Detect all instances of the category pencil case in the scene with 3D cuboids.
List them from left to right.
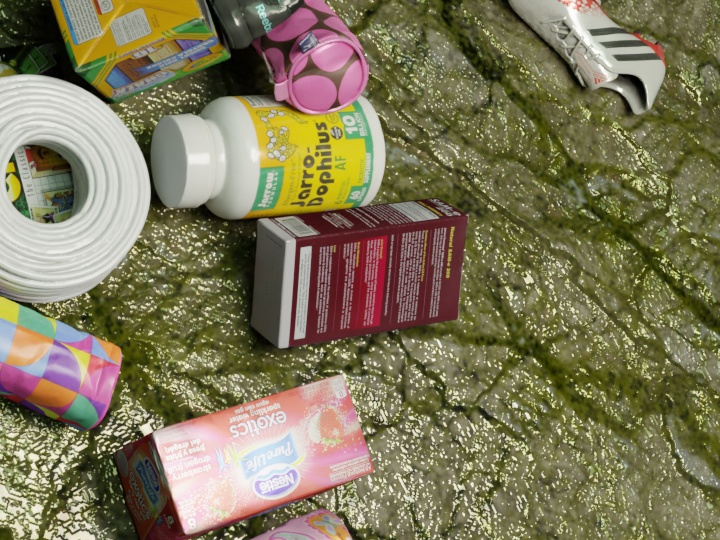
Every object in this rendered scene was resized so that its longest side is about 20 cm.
[{"bbox_3d":[-0.302,0.066,1.665,0.199,0.088,0.089,25,64,-20],"label":"pencil case"},{"bbox_3d":[-0.095,0.273,1.714,0.199,0.087,0.088,-16,82,-32],"label":"pencil case"},{"bbox_3d":[-0.072,-0.225,1.829,0.093,0.200,0.091,-26,131,-10],"label":"pencil case"}]

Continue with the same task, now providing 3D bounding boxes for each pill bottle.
[{"bbox_3d":[-0.087,-0.105,1.817,0.199,0.113,0.114,-5,77,-30],"label":"pill bottle"}]

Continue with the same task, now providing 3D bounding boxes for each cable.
[{"bbox_3d":[-0.279,-0.074,1.703,0.199,0.069,0.201,-34,92,-31],"label":"cable"}]

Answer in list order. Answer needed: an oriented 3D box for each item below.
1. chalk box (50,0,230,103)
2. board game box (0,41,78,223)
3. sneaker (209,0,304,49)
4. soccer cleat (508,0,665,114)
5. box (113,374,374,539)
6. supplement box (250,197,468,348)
[{"bbox_3d":[-0.199,-0.235,1.771,0.123,0.200,0.126,-21,82,1],"label":"chalk box"},{"bbox_3d":[-0.297,-0.102,1.756,0.104,0.023,0.202,-12,81,-28],"label":"board game box"},{"bbox_3d":[-0.109,-0.281,1.797,0.079,0.076,0.201,-24,52,1],"label":"sneaker"},{"bbox_3d":[0.236,-0.235,2.059,0.199,0.068,0.086,28,59,-23],"label":"soccer cleat"},{"bbox_3d":[-0.102,0.169,1.732,0.199,0.100,0.096,-15,82,-32],"label":"box"},{"bbox_3d":[0.000,0.000,1.834,0.199,0.061,0.110,-7,114,-30],"label":"supplement box"}]
